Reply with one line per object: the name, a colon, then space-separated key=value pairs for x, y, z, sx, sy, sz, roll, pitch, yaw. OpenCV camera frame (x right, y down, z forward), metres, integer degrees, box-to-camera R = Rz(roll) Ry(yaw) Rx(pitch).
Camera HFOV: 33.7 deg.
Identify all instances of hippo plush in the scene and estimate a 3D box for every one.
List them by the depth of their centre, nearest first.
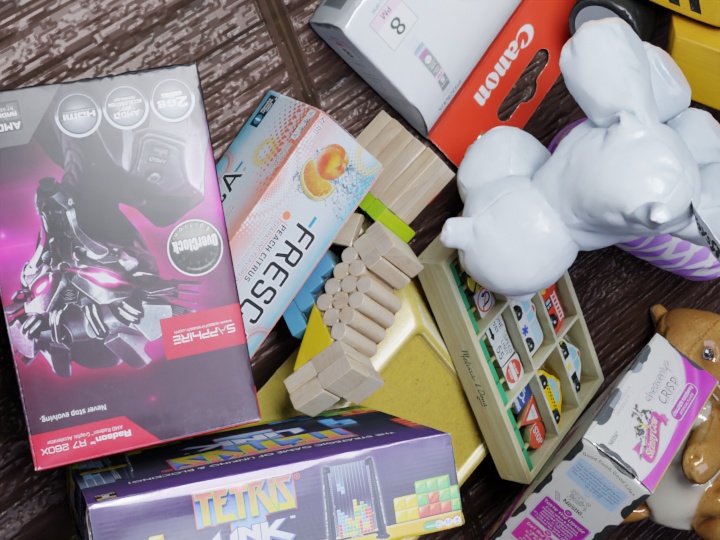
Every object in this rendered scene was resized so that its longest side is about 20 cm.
hippo plush: x=0.147 y=-0.038 z=0.758 sx=0.161 sy=0.201 sz=0.159 roll=-33 pitch=134 yaw=31

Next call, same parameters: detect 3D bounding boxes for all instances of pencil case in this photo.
pencil case: x=0.223 y=-0.053 z=0.912 sx=0.200 sy=0.085 sz=0.084 roll=19 pitch=64 yaw=-42

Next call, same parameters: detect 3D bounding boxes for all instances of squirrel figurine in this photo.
squirrel figurine: x=0.293 y=0.117 z=1.024 sx=0.200 sy=0.141 sz=0.187 roll=-17 pitch=108 yaw=-46

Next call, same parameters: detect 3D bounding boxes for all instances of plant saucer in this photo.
plant saucer: x=0.019 y=0.121 z=0.858 sx=0.200 sy=0.048 sz=0.200 roll=-49 pitch=129 yaw=-10

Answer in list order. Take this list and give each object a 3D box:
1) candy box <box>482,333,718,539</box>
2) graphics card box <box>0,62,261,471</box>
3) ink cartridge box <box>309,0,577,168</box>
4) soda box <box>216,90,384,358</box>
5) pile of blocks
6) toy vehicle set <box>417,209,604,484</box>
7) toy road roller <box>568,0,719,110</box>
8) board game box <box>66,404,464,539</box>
candy box: x=0.168 y=0.155 z=0.882 sx=0.136 sy=0.061 sz=0.200 roll=-42 pitch=166 yaw=-43
graphics card box: x=-0.132 y=-0.003 z=0.639 sx=0.125 sy=0.051 sz=0.201 roll=-10 pitch=96 yaw=-13
ink cartridge box: x=0.082 y=-0.166 z=0.788 sx=0.200 sy=0.057 sz=0.163 roll=39 pitch=84 yaw=-35
soda box: x=-0.076 y=-0.007 z=0.722 sx=0.064 sy=0.068 sz=0.200 roll=39 pitch=84 yaw=-38
pile of blocks: x=0.000 y=0.000 z=0.777 sx=0.062 sy=0.082 sz=0.201 roll=36 pitch=74 yaw=-57
toy vehicle set: x=0.114 y=0.041 z=0.871 sx=0.124 sy=0.026 sz=0.200 roll=-46 pitch=125 yaw=-36
toy road roller: x=0.240 y=-0.201 z=0.778 sx=0.123 sy=0.200 sz=0.146 roll=-49 pitch=155 yaw=-28
board game box: x=-0.064 y=0.127 z=0.692 sx=0.199 sy=0.165 sz=0.057 roll=-8 pitch=91 yaw=-18
